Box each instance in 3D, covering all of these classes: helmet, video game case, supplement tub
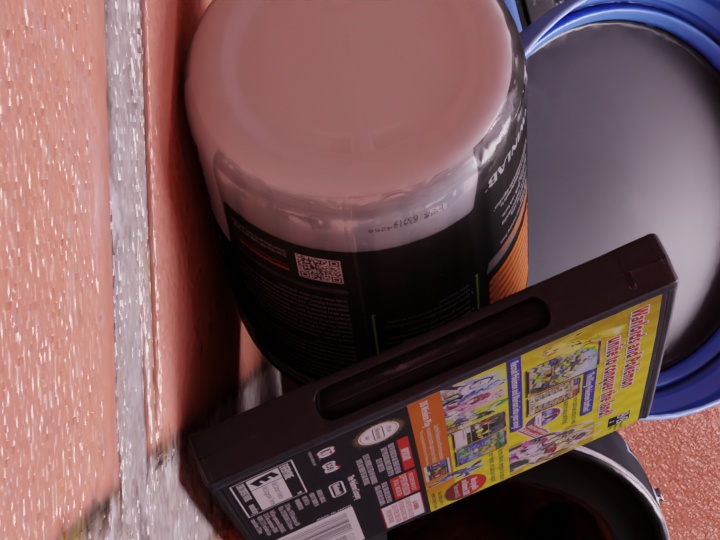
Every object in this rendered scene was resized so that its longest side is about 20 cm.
[{"bbox_3d":[0.054,0.149,1.006,0.200,0.199,0.191,80,18,-65],"label":"helmet"},{"bbox_3d":[0.033,0.059,0.830,0.200,0.180,0.026,76,-9,-72],"label":"video game case"},{"bbox_3d":[0.004,-0.026,0.817,0.200,0.122,0.123,83,7,-61],"label":"supplement tub"}]

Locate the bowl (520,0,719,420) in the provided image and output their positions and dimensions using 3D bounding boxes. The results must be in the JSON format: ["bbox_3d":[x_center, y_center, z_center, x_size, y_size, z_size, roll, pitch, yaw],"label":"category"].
[{"bbox_3d":[0.128,-0.032,0.979,0.039,0.200,0.202,3,-85,62],"label":"bowl"}]

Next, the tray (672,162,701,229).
[{"bbox_3d":[0.129,-0.007,1.120,0.099,0.037,0.200,-61,176,-2],"label":"tray"}]

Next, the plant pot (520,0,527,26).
[{"bbox_3d":[0.064,-0.164,1.228,0.200,0.189,0.201,-2,90,-87],"label":"plant pot"}]

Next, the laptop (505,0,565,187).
[{"bbox_3d":[0.123,-0.148,1.053,0.103,0.199,0.178,-1,-76,66],"label":"laptop"}]
